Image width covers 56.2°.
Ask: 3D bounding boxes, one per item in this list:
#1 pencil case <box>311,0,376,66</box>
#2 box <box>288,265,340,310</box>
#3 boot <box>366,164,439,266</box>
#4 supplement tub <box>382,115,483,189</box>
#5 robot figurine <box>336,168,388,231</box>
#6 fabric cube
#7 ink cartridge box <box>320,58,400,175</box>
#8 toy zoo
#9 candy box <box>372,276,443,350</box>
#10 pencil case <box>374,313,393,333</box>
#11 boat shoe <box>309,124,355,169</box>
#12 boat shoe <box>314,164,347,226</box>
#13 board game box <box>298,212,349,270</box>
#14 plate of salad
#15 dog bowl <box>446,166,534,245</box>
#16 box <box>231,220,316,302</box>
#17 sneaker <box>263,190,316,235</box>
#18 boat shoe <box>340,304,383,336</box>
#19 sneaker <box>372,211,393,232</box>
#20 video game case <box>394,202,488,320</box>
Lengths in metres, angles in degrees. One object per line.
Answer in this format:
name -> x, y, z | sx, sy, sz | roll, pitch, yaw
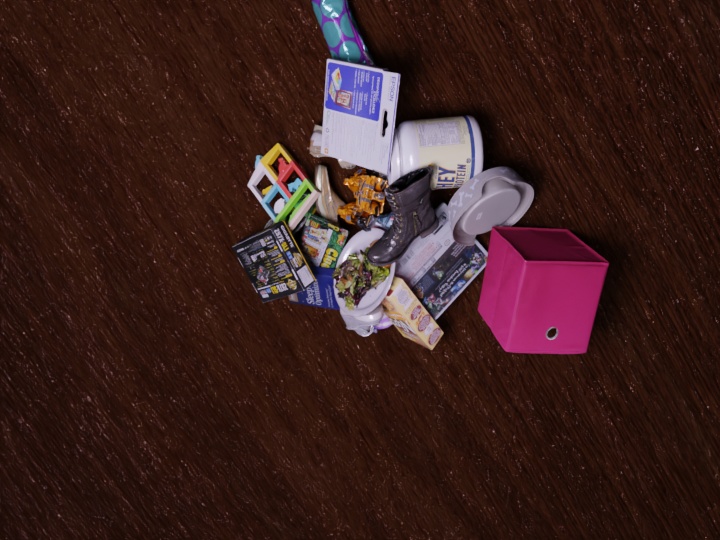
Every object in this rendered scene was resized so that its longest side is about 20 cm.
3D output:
pencil case -> -0.032, -0.502, 1.439 | 0.091, 0.085, 0.205 | -11, 109, 43
box -> -0.120, 0.038, 1.669 | 0.193, 0.033, 0.123 | 8, 137, 14
boot -> 0.077, -0.116, 1.392 | 0.198, 0.175, 0.070 | -36, 55, -6
supplement tub -> 0.150, -0.246, 1.427 | 0.193, 0.146, 0.150 | -6, 110, -5
robot figurine -> 0.005, -0.161, 1.484 | 0.057, 0.199, 0.150 | 13, 89, -17
fabric cube -> 0.382, 0.038, 1.442 | 0.189, 0.201, 0.206 | 2, 113, -11
ink cartridge box -> 0.004, -0.321, 1.398 | 0.196, 0.046, 0.204 | 22, 116, 33
toy zoo -> -0.189, -0.201, 1.580 | 0.132, 0.020, 0.201 | -47, 66, 20
candy box -> 0.098, 0.089, 1.558 | 0.056, 0.114, 0.201 | -48, 124, -14
pencil case -> 0.039, 0.040, 1.630 | 0.084, 0.083, 0.207 | 8, 112, 37
boat shoe -> -0.025, -0.265, 1.529 | 0.195, 0.074, 0.070 | 23, 98, 17
boat shoe -> -0.067, -0.154, 1.597 | 0.073, 0.072, 0.206 | -4, 119, 3
board game box -> -0.101, -0.044, 1.614 | 0.102, 0.024, 0.202 | 21, 139, -3
plate of salad -> 0.000, 0.000, 1.509 | 0.047, 0.203, 0.200 | 18, 125, -42
dog bowl -> 0.273, -0.140, 1.448 | 0.199, 0.198, 0.060 | -41, 58, 23
box -> -0.209, -0.017, 1.602 | 0.198, 0.049, 0.162 | -17, 107, 51
sneaker -> -0.186, -0.108, 1.628 | 0.078, 0.085, 0.201 | 40, 115, -3
boat shoe -> 0.004, 0.117, 1.571 | 0.070, 0.199, 0.071 | -19, 97, -26
sneaker -> 0.098, -0.111, 1.568 | 0.195, 0.079, 0.098 | 23, 103, -3
video game case -> 0.178, -0.018, 1.541 | 0.200, 0.023, 0.182 | -46, 108, 1
